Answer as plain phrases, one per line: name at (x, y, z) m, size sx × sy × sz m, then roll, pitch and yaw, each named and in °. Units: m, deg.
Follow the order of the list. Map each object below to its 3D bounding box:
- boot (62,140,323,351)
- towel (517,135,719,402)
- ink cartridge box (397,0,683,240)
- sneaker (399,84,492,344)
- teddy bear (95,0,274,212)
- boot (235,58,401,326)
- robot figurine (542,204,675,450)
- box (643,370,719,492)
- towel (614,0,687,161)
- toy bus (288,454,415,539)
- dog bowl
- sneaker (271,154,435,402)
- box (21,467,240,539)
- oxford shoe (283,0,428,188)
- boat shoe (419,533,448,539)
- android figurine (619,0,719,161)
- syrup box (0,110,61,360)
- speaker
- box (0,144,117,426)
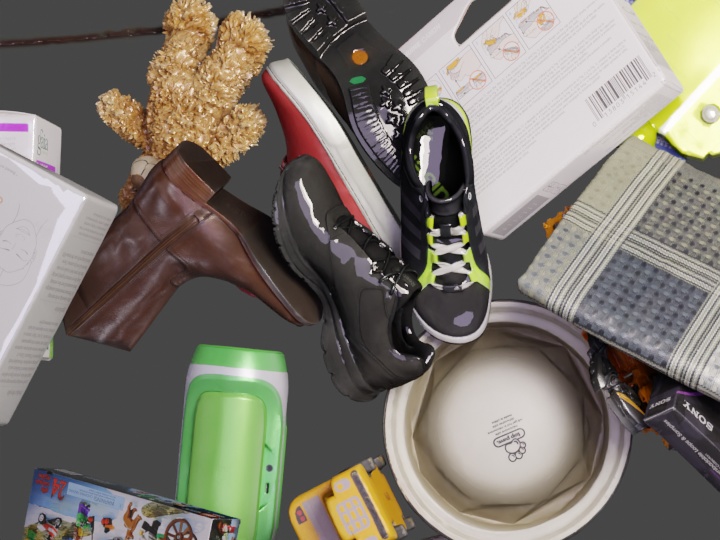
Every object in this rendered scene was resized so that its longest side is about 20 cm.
boot at (-0.147, 0.021, 1.678) m, size 0.200 × 0.064 × 0.187 m, roll -43°, pitch 83°, yaw 29°
towel at (0.242, -0.001, 1.569) m, size 0.192 × 0.035 × 0.200 m, roll 28°, pitch 52°, yaw 18°
ink cartridge box at (0.135, -0.155, 1.666) m, size 0.200 × 0.045 × 0.177 m, roll -39°, pitch 65°, yaw 22°
sneaker at (0.059, -0.041, 1.606) m, size 0.071 × 0.083 × 0.202 m, roll -8°, pitch 90°, yaw 6°
teddy bear at (-0.146, -0.130, 1.712) m, size 0.145 × 0.067 × 0.201 m, roll 35°, pitch 90°, yaw 9°
boot at (-0.061, -0.059, 1.681) m, size 0.143 × 0.072 × 0.201 m, roll -29°, pitch 103°, yaw 5°
robot figurine at (0.217, 0.045, 1.620) m, size 0.058 × 0.144 × 0.201 m, roll -36°, pitch 62°, yaw 31°
box at (0.295, 0.083, 1.588) m, size 0.143 × 0.036 × 0.201 m, roll 42°, pitch 47°, yaw -19°
towel at (0.238, -0.198, 1.702) m, size 0.144 × 0.024 × 0.201 m, roll 23°, pitch 89°, yaw 7°
toy bus at (-0.007, 0.190, 1.612) m, size 0.078 × 0.200 × 0.066 m, roll -26°, pitch 84°, yaw 3°
dog bowl at (0.118, 0.125, 1.668) m, size 0.198 × 0.074 × 0.202 m, roll 0°, pitch 86°, yaw 5°
sneaker at (0.000, 0.000, 1.610) m, size 0.090 × 0.076 × 0.201 m, roll -16°, pitch 103°, yaw 36°
box at (-0.193, 0.245, 1.659) m, size 0.199 × 0.038 × 0.138 m, roll 10°, pitch 89°, yaw 37°
oxford shoe at (0.006, -0.148, 1.692) m, size 0.072 × 0.084 × 0.201 m, roll -29°, pitch 80°, yaw -11°
boat shoe at (0.023, 0.266, 1.671) m, size 0.198 × 0.068 × 0.075 m, roll -21°, pitch 85°, yaw 4°
android figurine at (0.265, -0.172, 1.670) m, size 0.182 × 0.041 × 0.200 m, roll -45°, pitch 80°, yaw 4°
syrup box at (-0.299, -0.027, 1.714) m, size 0.081 × 0.079 × 0.202 m, roll 2°, pitch 87°, yaw 7°
speaker at (-0.107, 0.164, 1.682) m, size 0.088 × 0.088 × 0.202 m, roll 5°, pitch 87°, yaw 6°
box at (-0.309, 0.000, 1.619) m, size 0.151 × 0.106 × 0.201 m, roll 28°, pitch 90°, yaw 8°
